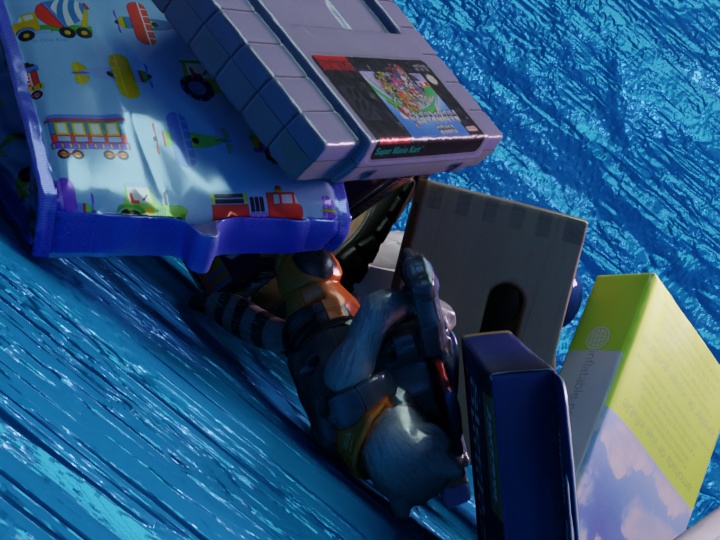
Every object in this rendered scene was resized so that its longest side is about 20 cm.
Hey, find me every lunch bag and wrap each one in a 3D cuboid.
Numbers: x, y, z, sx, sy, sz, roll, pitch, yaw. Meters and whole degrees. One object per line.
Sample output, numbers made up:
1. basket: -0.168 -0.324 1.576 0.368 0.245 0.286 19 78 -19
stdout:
1. lunch bag: -0.100 -0.069 0.680 0.150 0.095 0.200 1 36 -30

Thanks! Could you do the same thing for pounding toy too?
1. pounding toy: 0.083 0.055 0.922 0.141 0.202 0.184 13 4 0

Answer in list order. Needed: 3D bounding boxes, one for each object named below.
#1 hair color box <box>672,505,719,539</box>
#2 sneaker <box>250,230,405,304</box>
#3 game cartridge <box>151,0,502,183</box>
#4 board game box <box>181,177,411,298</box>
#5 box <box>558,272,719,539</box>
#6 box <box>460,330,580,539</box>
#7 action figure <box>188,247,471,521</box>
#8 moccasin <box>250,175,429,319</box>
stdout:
1. hair color box: 0.182 0.166 0.659 0.099 0.061 0.200 43 17 19
2. sneaker: 0.000 0.000 1.040 0.199 0.077 0.081 15 31 -3
3. game cartridge: -0.008 -0.102 0.717 0.130 0.038 0.200 48 25 15
4. board game box: -0.070 -0.107 0.858 0.201 0.165 0.057 59 23 7
5. box: 0.156 0.117 0.854 0.047 0.201 0.122 -3 -39 43
6. box: 0.070 0.097 0.643 0.032 0.122 0.200 -5 2 -1
7. action figure: -0.006 0.060 0.744 0.194 0.104 0.201 51 -18 46
8. moccasin: -0.020 -0.039 0.958 0.077 0.202 0.074 27 -29 11
